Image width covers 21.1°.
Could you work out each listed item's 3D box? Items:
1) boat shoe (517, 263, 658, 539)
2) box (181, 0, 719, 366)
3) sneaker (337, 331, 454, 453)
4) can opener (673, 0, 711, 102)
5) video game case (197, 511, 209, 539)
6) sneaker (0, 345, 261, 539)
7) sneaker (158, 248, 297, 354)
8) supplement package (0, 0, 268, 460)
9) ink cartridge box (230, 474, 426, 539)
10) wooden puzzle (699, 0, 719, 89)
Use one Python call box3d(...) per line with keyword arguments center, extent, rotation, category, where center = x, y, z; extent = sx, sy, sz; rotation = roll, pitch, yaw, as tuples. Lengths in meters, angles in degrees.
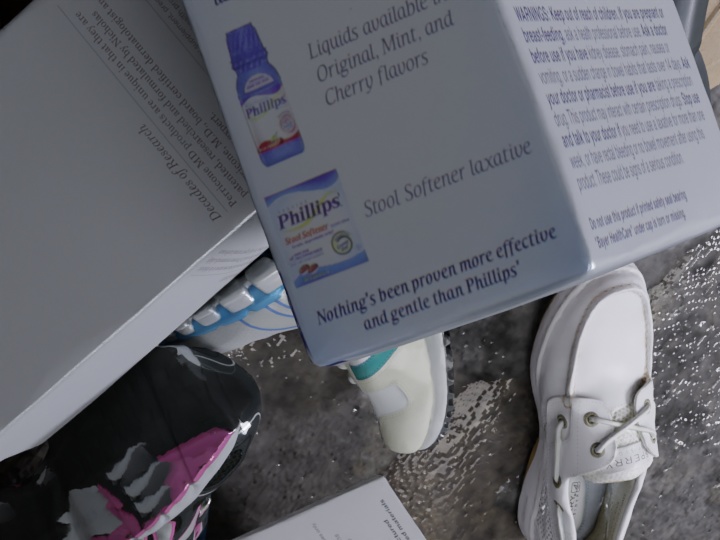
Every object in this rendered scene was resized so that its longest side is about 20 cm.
box3d(center=(0.133, 0.087, 1.047), extent=(0.070, 0.069, 0.201), rotation=(-12, 127, -20), category="boat shoe")
box3d(center=(0.032, -0.087, 0.666), extent=(0.104, 0.201, 0.184), rotation=(-20, 178, 26), category="box")
box3d(center=(-0.004, 0.007, 0.926), extent=(0.093, 0.071, 0.201), rotation=(-4, 131, -2), category="sneaker")
box3d(center=(0.124, -0.113, 0.821), extent=(0.067, 0.052, 0.201), rotation=(-49, 151, -41), category="can opener")
box3d(center=(-0.153, 0.192, 0.993), extent=(0.142, 0.018, 0.201), rotation=(-7, 125, -25), category="video game case")
box3d(center=(-0.099, 0.094, 0.880), extent=(0.086, 0.081, 0.200), rotation=(-3, 154, -43), category="sneaker")
box3d(center=(0.000, 0.000, 0.832), extent=(0.199, 0.075, 0.087), rotation=(-28, 120, 25), category="sneaker")
box3d(center=(-0.107, -0.029, 0.757), extent=(0.200, 0.117, 0.117), rotation=(-41, 177, 7), category="supplement package")
box3d(center=(-0.067, 0.199, 0.943), extent=(0.199, 0.083, 0.147), rotation=(-20, 154, -36), category="ink cartridge box")
box3d(center=(0.157, -0.170, 0.853), extent=(0.185, 0.046, 0.200), rotation=(-31, 136, -6), category="wooden puzzle")
